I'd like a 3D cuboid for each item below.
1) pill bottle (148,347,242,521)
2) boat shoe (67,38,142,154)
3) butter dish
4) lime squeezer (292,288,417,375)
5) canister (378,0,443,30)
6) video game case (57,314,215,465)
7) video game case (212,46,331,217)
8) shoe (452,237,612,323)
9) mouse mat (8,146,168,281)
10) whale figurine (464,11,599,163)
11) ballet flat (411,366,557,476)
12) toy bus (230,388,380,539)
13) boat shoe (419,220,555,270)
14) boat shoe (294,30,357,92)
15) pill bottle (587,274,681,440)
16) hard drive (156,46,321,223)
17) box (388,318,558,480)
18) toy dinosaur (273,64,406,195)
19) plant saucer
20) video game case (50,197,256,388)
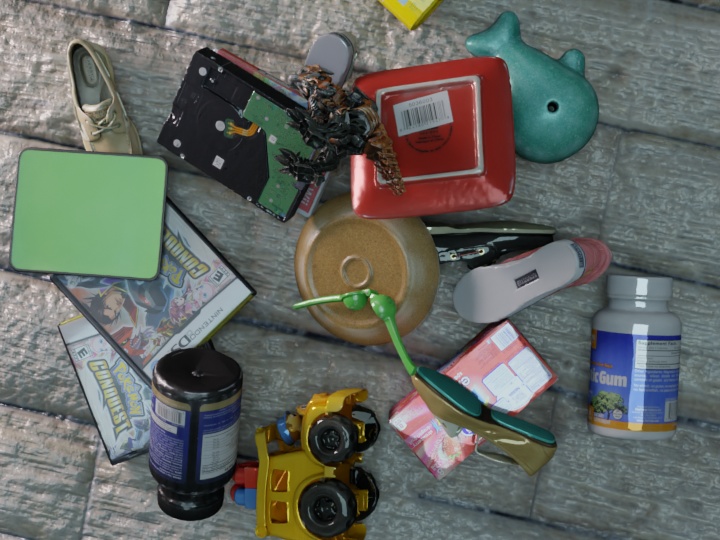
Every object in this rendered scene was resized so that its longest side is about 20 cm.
[{"bbox_3d":[-0.208,0.208,1.513,0.112,0.112,0.200,8,116,2],"label":"pill bottle"},{"bbox_3d":[-0.334,-0.199,1.556,0.072,0.065,0.200,-15,92,3],"label":"boat shoe"},{"bbox_3d":[0.099,-0.143,1.492,0.200,0.148,0.200,-6,70,15],"label":"butter dish"},{"bbox_3d":[0.004,0.054,1.497,0.200,0.038,0.071,27,113,32],"label":"lime squeezer"},{"bbox_3d":[0.040,-0.421,1.528,0.200,0.087,0.149,43,93,-2],"label":"canister"},{"bbox_3d":[-0.277,0.131,1.587,0.180,0.026,0.200,-21,91,2],"label":"video game case"},{"bbox_3d":[-0.122,-0.174,1.535,0.200,0.017,0.143,30,118,8],"label":"video game case"},{"bbox_3d":[0.214,0.012,1.504,0.200,0.091,0.072,-26,77,41],"label":"shoe"},{"bbox_3d":[-0.346,-0.072,1.539,0.200,0.008,0.161,4,88,4],"label":"mouse mat"},{"bbox_3d":[0.215,-0.230,1.518,0.159,0.104,0.200,-33,91,3],"label":"whale figurine"},{"bbox_3d":[0.140,0.188,1.462,0.200,0.069,0.063,28,107,1],"label":"ballet flat"},{"bbox_3d":[-0.080,0.247,1.544,0.192,0.136,0.200,3,91,18],"label":"toy bus"},{"bbox_3d":[0.148,-0.032,1.545,0.201,0.074,0.063,-3,97,5],"label":"boat shoe"},{"bbox_3d":[-0.061,-0.219,1.544,0.071,0.070,0.200,32,118,7],"label":"boat shoe"},{"bbox_3d":[0.345,0.106,1.522,0.112,0.112,0.200,2,92,2],"label":"pill bottle"},{"bbox_3d":[-0.143,-0.169,1.513,0.200,0.038,0.140,32,118,7],"label":"hard drive"},{"bbox_3d":[0.141,0.159,1.539,0.200,0.095,0.103,-42,90,3],"label":"box"},{"bbox_3d":[-0.021,-0.166,1.408,0.136,0.200,0.102,-28,134,-33],"label":"toy dinosaur"},{"bbox_3d":[0.000,0.000,1.534,0.200,0.035,0.201,4,99,22],"label":"plant saucer"},{"bbox_3d":[-0.266,0.019,1.550,0.181,0.026,0.200,-44,85,1],"label":"video game case"}]
